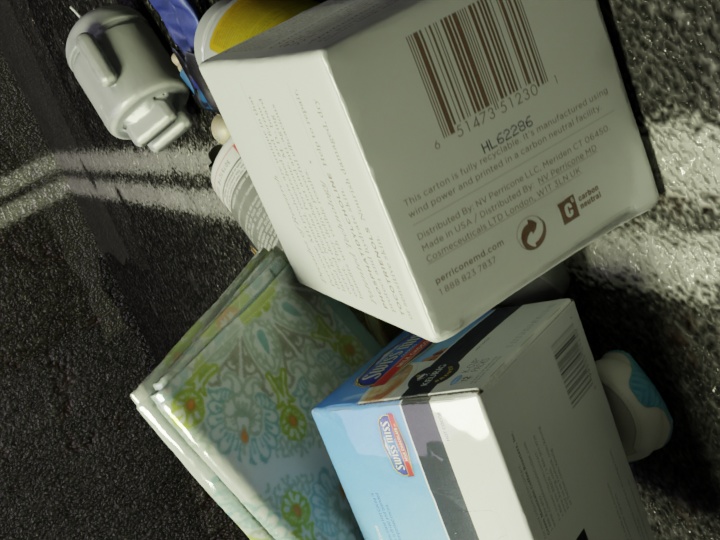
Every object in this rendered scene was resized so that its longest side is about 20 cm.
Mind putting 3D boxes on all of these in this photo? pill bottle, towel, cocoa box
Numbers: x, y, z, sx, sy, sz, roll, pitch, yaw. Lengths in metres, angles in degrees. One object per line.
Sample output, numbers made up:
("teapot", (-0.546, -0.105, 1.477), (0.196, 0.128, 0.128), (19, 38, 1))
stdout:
("pill bottle", (-0.040, -0.041, 0.986), (0.200, 0.113, 0.114), (52, 159, 26))
("towel", (-0.039, 0.101, 0.725), (0.200, 0.171, 0.048), (50, 134, -10))
("pill bottle", (-0.057, -0.161, 0.865), (0.200, 0.112, 0.113), (36, 149, 51))
("cocoa box", (0.084, 0.140, 0.693), (0.131, 0.133, 0.201), (-11, 106, 40))

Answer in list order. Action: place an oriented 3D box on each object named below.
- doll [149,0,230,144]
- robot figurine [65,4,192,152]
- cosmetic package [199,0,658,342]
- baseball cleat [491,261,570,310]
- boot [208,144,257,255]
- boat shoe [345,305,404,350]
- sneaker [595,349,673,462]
("doll", (-0.174, -0.226, 1.174), (0.136, 0.048, 0.201), (19, 141, 52))
("robot figurine", (-0.288, -0.243, 1.342), (0.201, 0.113, 0.170), (57, -171, 14))
("cosmetic package", (0.034, -0.085, 0.649), (0.200, 0.167, 0.167), (20, 137, 64))
("baseball cleat", (0.101, 0.051, 0.773), (0.069, 0.107, 0.200), (11, 158, 5))
("boot", (-0.102, -0.062, 1.146), (0.139, 0.077, 0.200), (59, 162, -19))
("boat shoe", (-0.002, 0.001, 0.798), (0.063, 0.073, 0.201), (-12, 116, 47))
("sneaker", (0.148, 0.118, 0.773), (0.077, 0.080, 0.200), (58, 156, 11))
